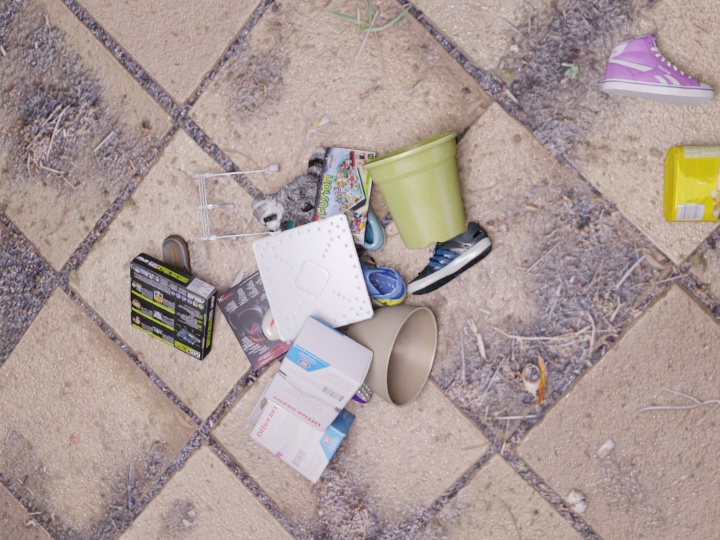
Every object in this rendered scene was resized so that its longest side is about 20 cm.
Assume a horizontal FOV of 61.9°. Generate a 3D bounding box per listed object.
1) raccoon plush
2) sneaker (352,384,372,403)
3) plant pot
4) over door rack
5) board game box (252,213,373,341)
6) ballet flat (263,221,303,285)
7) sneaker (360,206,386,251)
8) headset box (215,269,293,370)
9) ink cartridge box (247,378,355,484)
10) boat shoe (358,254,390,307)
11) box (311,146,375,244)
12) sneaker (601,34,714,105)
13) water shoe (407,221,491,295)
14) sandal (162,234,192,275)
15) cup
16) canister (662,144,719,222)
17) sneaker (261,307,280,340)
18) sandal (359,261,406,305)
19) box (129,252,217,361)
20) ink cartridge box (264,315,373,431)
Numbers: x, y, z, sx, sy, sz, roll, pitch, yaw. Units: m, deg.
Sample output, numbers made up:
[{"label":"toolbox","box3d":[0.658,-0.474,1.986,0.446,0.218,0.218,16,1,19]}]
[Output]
[{"label":"raccoon plush","box3d":[-0.152,-0.169,1.253,0.130,0.098,0.204,9,56,-1]},{"label":"sneaker","box3d":[-0.062,0.221,1.297,0.200,0.070,0.099,44,130,-18]},{"label":"plant pot","box3d":[0.122,-0.150,1.179,0.196,0.201,0.188,-16,103,12]},{"label":"over door rack","box3d":[-0.263,-0.143,1.310,0.194,0.067,0.152,-4,94,6]},{"label":"board game box","box3d":[-0.091,0.014,1.157,0.195,0.026,0.205,-15,95,13]},{"label":"ballet flat","box3d":[-0.147,-0.029,1.268,0.062,0.204,0.068,31,146,-21]},{"label":"sneaker","box3d":[-0.014,-0.129,1.251,0.074,0.082,0.201,-39,87,11]},{"label":"headset box","box3d":[-0.202,0.108,1.314,0.147,0.075,0.203,-31,89,12]},{"label":"ink cartridge box","box3d":[-0.131,0.327,1.294,0.198,0.125,0.130,34,100,6]},{"label":"boat shoe","box3d":[0.000,0.000,1.265,0.199,0.075,0.074,40,95,-1]},{"label":"box","box3d":[-0.032,-0.154,1.215,0.107,0.035,0.205,6,63,3]},{"label":"sneaker","box3d":[0.564,-0.379,1.119,0.195,0.073,0.117,14,95,10]},{"label":"water shoe","box3d":[0.174,-0.023,1.239,0.197,0.071,0.080,-31,70,6]},{"label":"sandal","box3d":[-0.408,0.022,1.356,0.080,0.055,0.206,-8,98,12]},{"label":"cup","box3d":[0.050,0.158,1.226,0.141,0.198,0.206,13,98,34]},{"label":"canister","box3d":[0.675,-0.161,1.109,0.194,0.086,0.153,1,95,13]},{"label":"sneaker","box3d":[-0.116,0.068,1.229,0.198,0.093,0.071,-33,90,-28]},{"label":"sandal","box3d":[0.007,0.015,1.191,0.195,0.087,0.082,9,78,-10]},{"label":"box","box3d":[-0.416,0.083,1.328,0.196,0.048,0.196,23,130,9]},{"label":"ink cartridge box","box3d":[-0.084,0.203,1.155,0.144,0.087,0.201,30,135,-3]}]
